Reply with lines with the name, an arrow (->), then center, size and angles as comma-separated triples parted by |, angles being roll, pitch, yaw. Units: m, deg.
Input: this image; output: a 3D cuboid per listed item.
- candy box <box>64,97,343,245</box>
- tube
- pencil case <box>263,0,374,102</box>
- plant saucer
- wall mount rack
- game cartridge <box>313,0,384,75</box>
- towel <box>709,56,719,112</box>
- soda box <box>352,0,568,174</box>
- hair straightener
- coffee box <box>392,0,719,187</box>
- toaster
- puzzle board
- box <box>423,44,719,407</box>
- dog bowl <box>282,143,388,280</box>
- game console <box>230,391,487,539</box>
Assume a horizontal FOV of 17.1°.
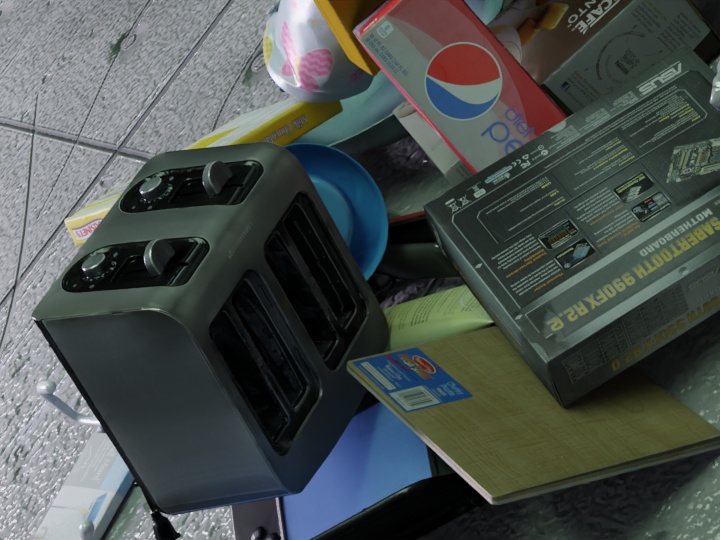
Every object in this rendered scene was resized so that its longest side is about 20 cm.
candy box -> -0.109, -0.076, 1.702 | 0.102, 0.026, 0.200 | -11, 17, 45
tube -> 0.021, 0.048, 1.592 | 0.200, 0.052, 0.058 | -23, 56, 30
pencil case -> -0.014, -0.211, 1.667 | 0.083, 0.200, 0.091 | -17, 57, -28
plant saucer -> 0.032, -0.139, 1.773 | 0.201, 0.039, 0.201 | -32, 22, 14
wall mount rack -> -0.194, 0.145, 1.701 | 0.174, 0.075, 0.200 | -1, 54, 48
game cartridge -> 0.046, -0.235, 1.583 | 0.032, 0.176, 0.200 | 38, 85, 19
towel -> 0.301, -0.134, 1.399 | 0.165, 0.086, 0.200 | 5, 51, 16
soda box -> 0.085, -0.100, 1.539 | 0.070, 0.200, 0.063 | -42, 10, 4
hair straightener -> 0.000, 0.000, 1.675 | 0.200, 0.041, 0.077 | -6, 49, 45
coffee box -> 0.133, -0.131, 1.635 | 0.200, 0.080, 0.114 | -42, 32, 5
toaster -> -0.089, 0.043, 1.505 | 0.118, 0.200, 0.181 | -9, 32, 34
puzzle board -> 0.099, 0.081, 1.425 | 0.150, 0.017, 0.200 | -13, 25, -21
box -> 0.161, -0.031, 1.447 | 0.200, 0.048, 0.158 | -32, 49, -5
dog bowl -> -0.075, -0.007, 1.636 | 0.200, 0.112, 0.050 | -36, 10, 1
game console -> -0.023, 0.132, 1.482 | 0.200, 0.116, 0.176 | -30, 45, 21
